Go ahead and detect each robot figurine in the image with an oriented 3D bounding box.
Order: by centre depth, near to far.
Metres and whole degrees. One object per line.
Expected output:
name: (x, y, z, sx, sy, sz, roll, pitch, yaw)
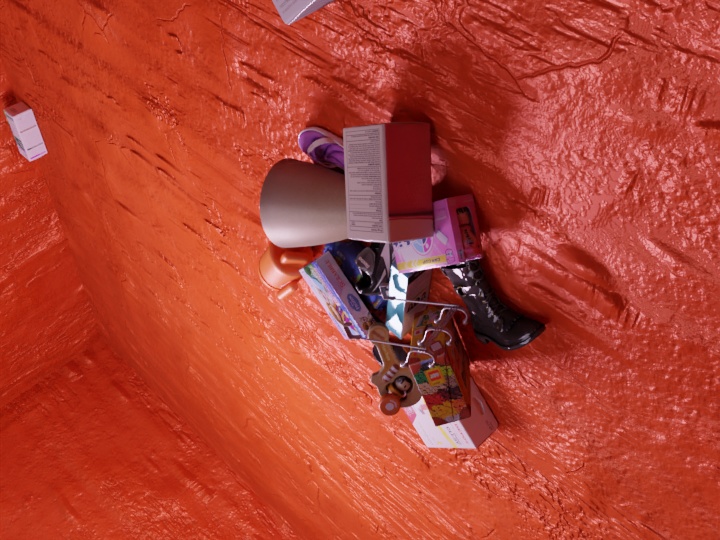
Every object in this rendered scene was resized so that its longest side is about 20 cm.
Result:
robot figurine: (-0.186, -0.017, 1.935, 0.145, 0.116, 0.200, 52, 150, 2)

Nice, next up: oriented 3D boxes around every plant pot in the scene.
plant pot: (-0.073, -0.133, 1.626, 0.197, 0.188, 0.189, 7, 129, 32)

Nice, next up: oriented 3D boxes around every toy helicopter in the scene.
toy helicopter: (0.076, 0.198, 1.666, 0.079, 0.130, 0.202, -80, -32, -70)

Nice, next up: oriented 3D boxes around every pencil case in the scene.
pencil case: (0.000, 0.000, 1.725, 0.200, 0.078, 0.087, 44, 120, 18)

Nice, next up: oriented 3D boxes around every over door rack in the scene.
over door rack: (0.090, 0.109, 1.503, 0.198, 0.148, 0.067, 16, 132, 30)

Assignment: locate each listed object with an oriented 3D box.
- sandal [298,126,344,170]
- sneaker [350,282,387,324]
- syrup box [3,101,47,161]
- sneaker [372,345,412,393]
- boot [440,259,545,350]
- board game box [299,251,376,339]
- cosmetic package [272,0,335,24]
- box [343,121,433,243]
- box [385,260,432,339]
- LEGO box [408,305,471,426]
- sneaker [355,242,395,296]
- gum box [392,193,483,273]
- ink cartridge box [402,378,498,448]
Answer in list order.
sandal: (-0.071, -0.241, 1.609, 0.201, 0.050, 0.083, 24, 139, 41)
sneaker: (0.018, 0.067, 1.793, 0.200, 0.079, 0.096, 48, 161, 26)
syrup box: (-1.264, -0.523, 2.983, 0.078, 0.081, 0.202, 34, 143, 32)
sneaker: (0.097, 0.206, 1.813, 0.076, 0.091, 0.200, 31, -172, -36)
boot: (0.236, 0.053, 1.457, 0.199, 0.069, 0.176, -1, 120, 58)
board game box: (-0.051, 0.061, 1.766, 0.201, 0.041, 0.199, 56, 165, -3)
cosmetic package: (-0.070, -0.523, 1.202, 0.166, 0.167, 0.202, -13, 109, 58)
box: (0.049, -0.156, 1.395, 0.127, 0.108, 0.204, 9, 104, 54)
box: (0.099, 0.047, 1.631, 0.049, 0.082, 0.202, 36, 145, 26)
LEGO box: (0.161, 0.185, 1.572, 0.076, 0.201, 0.151, -18, 111, 15)
sneaker: (0.037, -0.031, 1.586, 0.066, 0.089, 0.203, 42, 129, 42)
gum box: (0.138, -0.065, 1.444, 0.199, 0.065, 0.115, -11, 91, 58)
ink cartridge box: (0.193, 0.317, 1.773, 0.146, 0.083, 0.199, 58, 150, -7)
